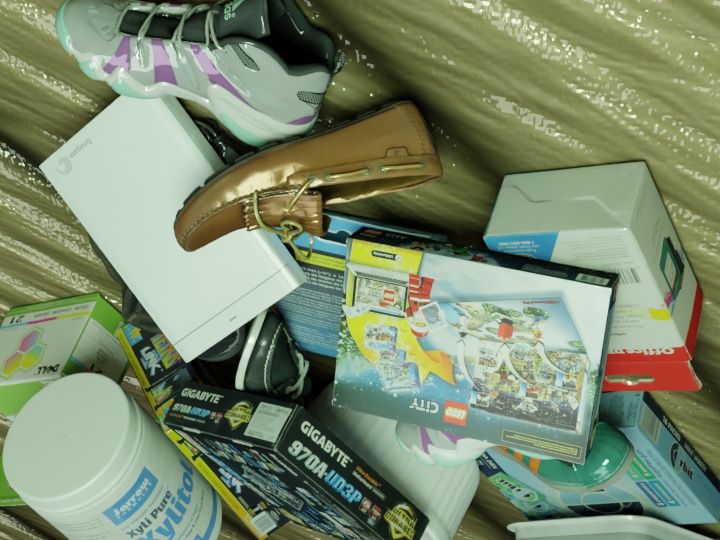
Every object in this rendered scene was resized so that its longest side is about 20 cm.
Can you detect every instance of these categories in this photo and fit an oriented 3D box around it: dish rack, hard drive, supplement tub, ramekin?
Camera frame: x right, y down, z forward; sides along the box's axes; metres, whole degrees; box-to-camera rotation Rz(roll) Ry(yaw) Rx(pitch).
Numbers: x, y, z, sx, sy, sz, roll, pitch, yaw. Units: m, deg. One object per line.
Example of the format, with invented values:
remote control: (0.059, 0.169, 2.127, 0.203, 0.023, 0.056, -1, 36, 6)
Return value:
dish rack: (0.261, 0.286, 1.310, 0.171, 0.044, 0.200, -13, 152, 41)
hard drive: (-0.150, -0.039, 1.036, 0.132, 0.027, 0.200, -34, 95, 28)
supplement tub: (-0.223, 0.198, 1.201, 0.131, 0.132, 0.200, 2, 147, 25)
ramekin: (0.020, 0.193, 1.274, 0.200, 0.098, 0.201, 29, 156, 14)

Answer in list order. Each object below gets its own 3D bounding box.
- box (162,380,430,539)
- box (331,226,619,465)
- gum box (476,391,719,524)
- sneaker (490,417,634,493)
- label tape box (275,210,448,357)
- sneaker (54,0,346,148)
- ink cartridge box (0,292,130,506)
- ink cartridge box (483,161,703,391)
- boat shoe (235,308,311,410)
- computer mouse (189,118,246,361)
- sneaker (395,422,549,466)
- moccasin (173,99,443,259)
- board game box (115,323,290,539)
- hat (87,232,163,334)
box: (-0.055, 0.176, 1.139, 0.159, 0.046, 0.200, 5, 148, 47)
box: (0.082, 0.053, 0.965, 0.199, 0.038, 0.137, 12, 109, 17)
gum box: (0.219, 0.187, 1.250, 0.199, 0.045, 0.170, -11, 135, 39)
sneaker: (0.150, 0.136, 1.148, 0.080, 0.072, 0.200, 44, 162, -32)
label tape box: (0.000, 0.000, 1.088, 0.143, 0.066, 0.200, 12, 143, 13)
sneaker: (-0.104, -0.172, 0.905, 0.199, 0.078, 0.140, 19, 145, -15)
ink cartridge box: (-0.325, 0.131, 1.310, 0.147, 0.201, 0.076, -10, 135, 36)
ink cartridge box: (0.189, 0.012, 1.004, 0.116, 0.067, 0.200, -3, 139, 32)
boat shoe: (-0.071, 0.092, 1.139, 0.060, 0.076, 0.200, 20, 159, 6)
computer mouse: (-0.124, -0.031, 1.071, 0.140, 0.046, 0.201, -23, 101, 26)
sneaker: (0.083, 0.086, 1.064, 0.199, 0.078, 0.140, -14, 122, 41)
moccasin: (-0.039, -0.054, 0.948, 0.201, 0.078, 0.074, -19, 169, -5)
board game box: (-0.150, 0.151, 1.292, 0.057, 0.165, 0.200, -34, 133, -3)
hat: (-0.169, 0.011, 1.173, 0.200, 0.081, 0.201, 13, 146, 9)
